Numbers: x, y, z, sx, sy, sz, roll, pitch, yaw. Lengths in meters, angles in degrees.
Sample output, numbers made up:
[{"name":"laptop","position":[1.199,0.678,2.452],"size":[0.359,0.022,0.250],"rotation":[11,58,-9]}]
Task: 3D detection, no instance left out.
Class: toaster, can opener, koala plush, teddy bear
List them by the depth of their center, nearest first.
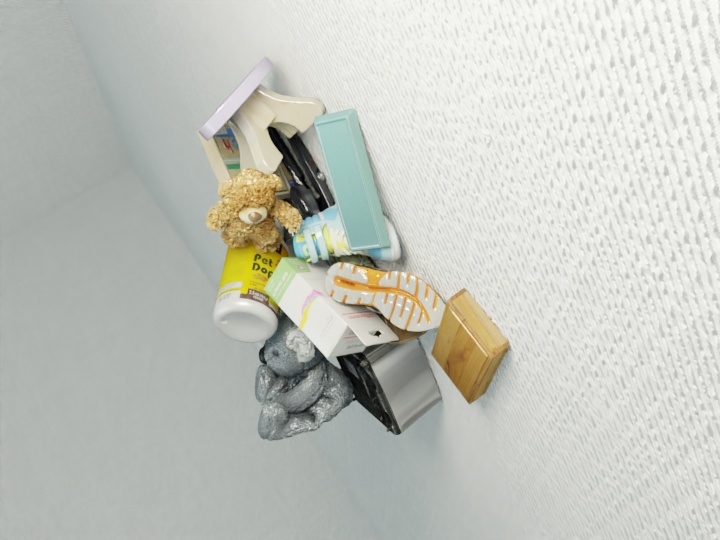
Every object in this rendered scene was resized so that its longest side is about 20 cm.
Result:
[{"name":"teddy bear","position":[-0.164,-0.074,1.203],"size":[0.142,0.068,0.200],"rotation":[21,153,-18]},{"name":"can opener","position":[-0.099,-0.171,1.350],"size":[0.204,0.062,0.078],"rotation":[66,-168,8]},{"name":"koala plush","position":[-0.108,0.159,1.401],"size":[0.178,0.179,0.205],"rotation":[-116,17,-66]},{"name":"toaster","position":[0.040,0.176,1.438],"size":[0.199,0.117,0.184],"rotation":[28,147,61]}]

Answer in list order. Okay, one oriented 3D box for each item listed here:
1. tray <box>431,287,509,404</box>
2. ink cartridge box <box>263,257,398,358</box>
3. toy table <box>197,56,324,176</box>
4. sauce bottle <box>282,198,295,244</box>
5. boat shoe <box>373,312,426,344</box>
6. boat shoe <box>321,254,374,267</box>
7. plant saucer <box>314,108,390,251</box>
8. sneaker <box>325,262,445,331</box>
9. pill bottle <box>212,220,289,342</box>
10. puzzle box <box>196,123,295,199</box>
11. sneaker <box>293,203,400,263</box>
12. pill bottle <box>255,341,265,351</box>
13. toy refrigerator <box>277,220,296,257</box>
[{"name":"tray","position":[0.152,0.114,1.142],"size":[0.099,0.037,0.201],"rotation":[53,164,21]},{"name":"ink cartridge box","position":[-0.045,0.069,1.250],"size":[0.200,0.068,0.116],"rotation":[44,-159,23]},{"name":"toy table","position":[-0.153,-0.224,1.201],"size":[0.117,0.202,0.182],"rotation":[43,134,-17]},{"name":"sauce bottle","position":[-0.146,-0.148,1.433],"size":[0.066,0.064,0.204],"rotation":[114,137,-71]},{"name":"boat shoe","position":[0.043,0.083,1.305],"size":[0.197,0.064,0.073],"rotation":[-9,87,42]},{"name":"boat shoe","position":[0.000,0.000,1.347],"size":[0.201,0.072,0.061],"rotation":[50,151,-19]},{"name":"plant saucer","position":[-0.014,-0.121,1.126],"size":[0.068,0.019,0.205],"rotation":[-4,112,32]},{"name":"sneaker","position":[0.045,0.034,1.206],"size":[0.196,0.080,0.077],"rotation":[21,-175,22]},{"name":"pill bottle","position":[-0.177,0.009,1.332],"size":[0.110,0.106,0.204],"rotation":[78,-167,-52]},{"name":"puzzle box","position":[-0.176,-0.179,1.325],"size":[0.025,0.199,0.136],"rotation":[-26,87,29]},{"name":"sneaker","position":[-0.029,-0.041,1.225],"size":[0.199,0.128,0.081],"rotation":[30,140,59]},{"name":"pill bottle","position":[-0.112,0.107,1.582],"size":[0.109,0.199,0.110],"rotation":[45,162,19]},{"name":"toy refrigerator","position":[-0.149,-0.040,1.537],"size":[0.070,0.076,0.199],"rotation":[49,-168,25]}]
